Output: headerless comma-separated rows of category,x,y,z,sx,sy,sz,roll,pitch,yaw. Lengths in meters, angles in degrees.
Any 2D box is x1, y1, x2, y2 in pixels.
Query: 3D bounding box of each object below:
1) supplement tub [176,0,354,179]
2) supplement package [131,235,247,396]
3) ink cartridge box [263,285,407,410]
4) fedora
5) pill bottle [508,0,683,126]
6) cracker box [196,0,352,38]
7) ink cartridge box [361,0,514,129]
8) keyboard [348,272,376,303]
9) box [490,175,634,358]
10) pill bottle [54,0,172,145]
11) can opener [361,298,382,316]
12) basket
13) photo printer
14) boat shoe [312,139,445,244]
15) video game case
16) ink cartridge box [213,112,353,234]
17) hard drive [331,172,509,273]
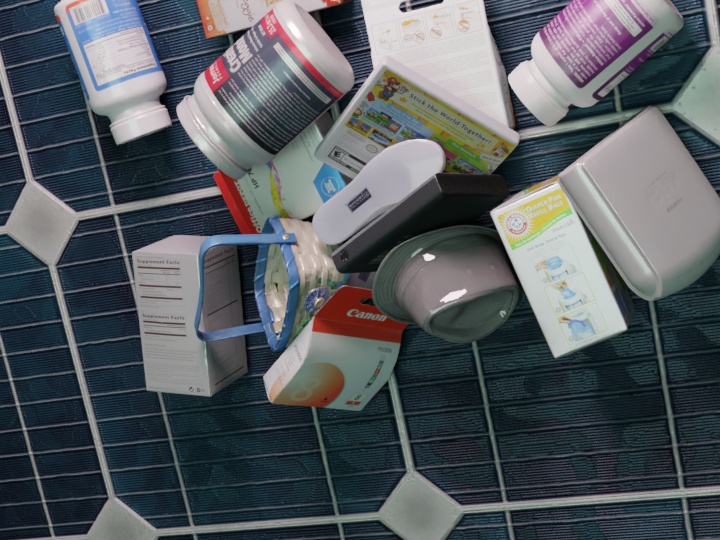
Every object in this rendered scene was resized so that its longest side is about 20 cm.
supplement tub,-0.119,-0.226,1.509,0.200,0.140,0.141,-40,90,12
supplement package,-0.237,0.060,1.681,0.108,0.114,0.202,2,104,24
ink cartridge box,-0.011,0.108,1.587,0.200,0.161,0.050,-47,49,33
fedora,0.122,0.030,1.514,0.091,0.198,0.178,62,143,38
pill bottle,0.276,-0.268,1.431,0.200,0.112,0.113,-41,89,22
cracker box,-0.122,-0.392,1.559,0.198,0.058,0.135,-11,101,20
ink cartridge box,0.097,-0.262,1.523,0.160,0.050,0.202,-9,96,21
keyboard,0.000,0.000,1.648,0.056,0.011,0.201,26,111,5
box,0.255,-0.012,1.503,0.101,0.112,0.202,-23,95,21
pill bottle,-0.330,-0.279,1.628,0.111,0.112,0.202,-16,99,21
can opener,0.087,0.015,1.596,0.199,0.066,0.053,-36,92,18
basket,-0.117,0.016,1.573,0.198,0.140,0.177,-4,137,-15
photo printer,0.348,-0.075,1.434,0.201,0.166,0.069,56,150,-1
boat shoe,0.027,-0.102,1.509,0.199,0.065,0.074,-29,85,24
video game case,0.068,-0.157,1.506,0.199,0.023,0.182,28,134,-15
ink cartridge box,-0.110,-0.117,1.620,0.199,0.067,0.117,-26,95,22
hard drive,0.076,-0.058,1.509,0.199,0.139,0.033,-36,68,38
